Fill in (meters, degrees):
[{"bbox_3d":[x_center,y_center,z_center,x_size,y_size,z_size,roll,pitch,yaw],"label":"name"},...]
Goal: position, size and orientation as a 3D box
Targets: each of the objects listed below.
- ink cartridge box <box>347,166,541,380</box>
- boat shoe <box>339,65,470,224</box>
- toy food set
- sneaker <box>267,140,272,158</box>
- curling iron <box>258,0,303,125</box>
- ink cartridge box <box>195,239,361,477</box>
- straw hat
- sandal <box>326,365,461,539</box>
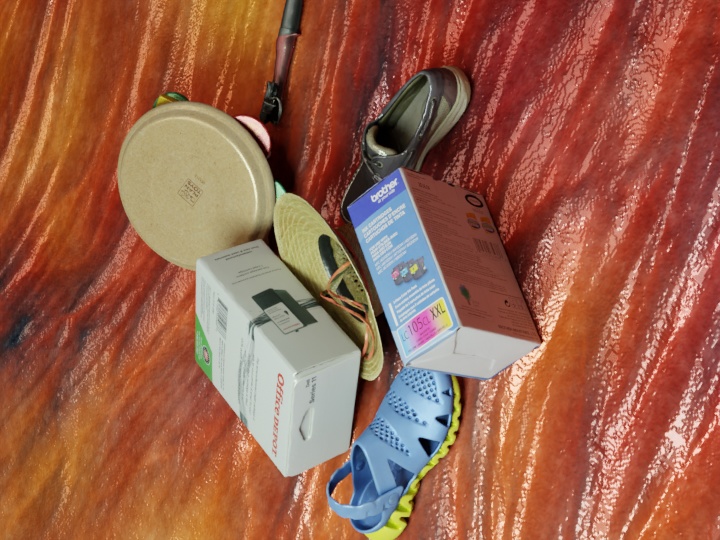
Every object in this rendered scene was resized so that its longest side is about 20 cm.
[{"bbox_3d":[0.072,-0.009,1.291,0.076,0.136,0.202,-33,61,30],"label":"ink cartridge box"},{"bbox_3d":[0.031,-0.123,1.400,0.200,0.064,0.072,-52,54,27],"label":"boat shoe"},{"bbox_3d":[-0.174,-0.092,1.535,0.199,0.049,0.199,28,118,10],"label":"toy food set"},{"bbox_3d":[-0.169,-0.086,1.606,0.199,0.075,0.117,-12,94,37],"label":"sneaker"},{"bbox_3d":[-0.079,-0.255,1.554,0.050,0.025,0.202,-172,95,-82],"label":"curling iron"},{"bbox_3d":[-0.089,0.088,1.437,0.200,0.082,0.148,47,143,38],"label":"ink cartridge box"},{"bbox_3d":[0.000,0.000,1.389,0.201,0.085,0.202,50,156,32],"label":"straw hat"},{"bbox_3d":[0.029,0.170,1.342,0.079,0.087,0.202,32,104,44],"label":"sandal"}]
